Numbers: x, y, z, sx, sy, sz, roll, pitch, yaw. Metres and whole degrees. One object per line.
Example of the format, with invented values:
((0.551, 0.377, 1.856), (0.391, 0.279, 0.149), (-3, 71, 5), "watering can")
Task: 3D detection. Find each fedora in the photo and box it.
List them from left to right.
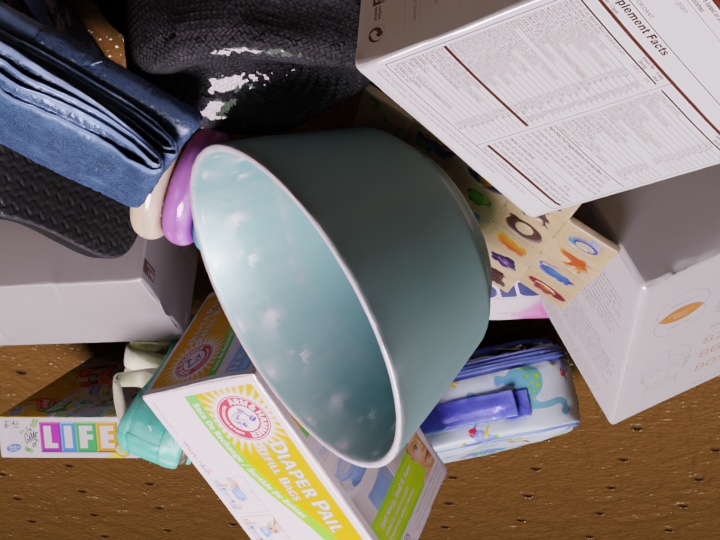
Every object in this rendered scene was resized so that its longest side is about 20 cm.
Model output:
((-0.056, -0.132, 0.801), (0.200, 0.092, 0.201), (4, 153, 2), "fedora")

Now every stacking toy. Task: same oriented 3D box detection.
((-0.043, -0.031, 0.947), (0.199, 0.086, 0.085), (20, 153, 7), "stacking toy")

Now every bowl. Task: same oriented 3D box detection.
((0.000, 0.000, 0.835), (0.105, 0.201, 0.201), (-29, 163, -24), "bowl")

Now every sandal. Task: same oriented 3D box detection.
((-0.220, -0.061, 0.915), (0.048, 0.076, 0.200), (5, 158, 39), "sandal")

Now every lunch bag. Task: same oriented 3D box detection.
((0.076, 0.113, 1.186), (0.199, 0.083, 0.161), (-14, 173, 6), "lunch bag")

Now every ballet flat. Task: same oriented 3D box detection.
((-0.147, 0.078, 1.103), (0.070, 0.200, 0.068), (16, 112, -6), "ballet flat")

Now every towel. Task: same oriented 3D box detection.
((-0.191, -0.100, 0.797), (0.199, 0.049, 0.112), (28, 159, -12), "towel")

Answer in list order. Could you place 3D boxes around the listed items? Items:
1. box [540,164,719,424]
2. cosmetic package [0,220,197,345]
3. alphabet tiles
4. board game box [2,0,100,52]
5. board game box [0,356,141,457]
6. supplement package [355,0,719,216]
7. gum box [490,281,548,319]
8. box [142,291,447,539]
((0.205, -0.014, 0.914), (0.152, 0.107, 0.200), (-23, 152, -9), "box")
((-0.231, -0.001, 1.089), (0.199, 0.091, 0.107), (-4, 152, 10), "cosmetic package")
((0.066, -0.039, 0.865), (0.166, 0.006, 0.200), (33, 164, 3), "alphabet tiles")
((-0.239, -0.143, 0.871), (0.135, 0.035, 0.200), (-4, 151, 15), "board game box")
((-0.196, 0.110, 1.223), (0.134, 0.034, 0.200), (-1, -170, 11), "board game box")
((0.124, -0.157, 0.622), (0.199, 0.192, 0.147), (-15, 147, 34), "supplement package")
((0.044, -0.017, 1.032), (0.199, 0.066, 0.114), (-2, 152, 13), "gum box")
((-0.041, 0.114, 1.029), (0.101, 0.113, 0.200), (-14, 121, 35), "box")
